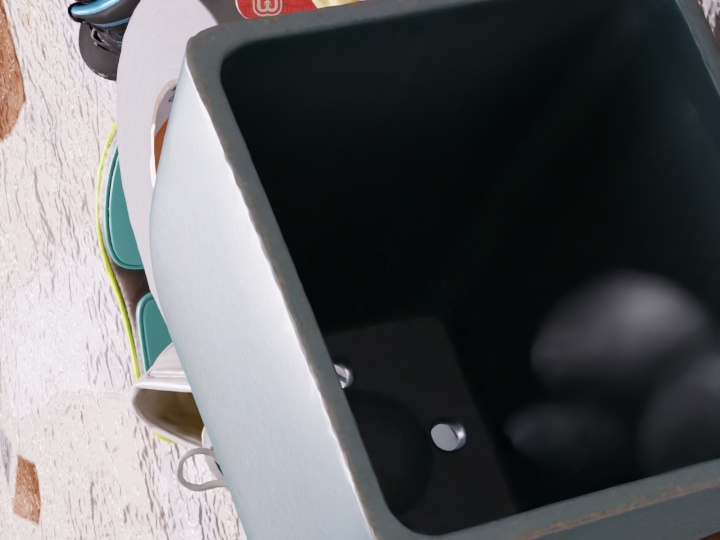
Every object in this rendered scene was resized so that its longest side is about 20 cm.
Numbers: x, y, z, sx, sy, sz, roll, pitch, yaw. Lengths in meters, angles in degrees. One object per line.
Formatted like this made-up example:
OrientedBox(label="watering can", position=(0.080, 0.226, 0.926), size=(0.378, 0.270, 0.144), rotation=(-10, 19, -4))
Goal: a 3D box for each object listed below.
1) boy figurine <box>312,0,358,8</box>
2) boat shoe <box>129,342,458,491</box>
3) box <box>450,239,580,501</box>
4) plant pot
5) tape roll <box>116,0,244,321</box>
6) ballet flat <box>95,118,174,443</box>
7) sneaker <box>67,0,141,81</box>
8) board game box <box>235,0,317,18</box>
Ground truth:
OrientedBox(label="boy figurine", position=(-0.011, -0.171, 1.047), size=(0.064, 0.124, 0.201), rotation=(22, 136, 32))
OrientedBox(label="boat shoe", position=(-0.040, 0.075, 1.159), size=(0.202, 0.086, 0.075), rotation=(23, 142, 49))
OrientedBox(label="box", position=(0.079, 0.070, 1.094), size=(0.082, 0.049, 0.201), rotation=(-50, 56, 60))
OrientedBox(label="plant pot", position=(0.030, 0.032, 0.961), size=(0.197, 0.195, 0.200), rotation=(68, 153, 20))
OrientedBox(label="tape roll", position=(-0.054, -0.047, 1.312), size=(0.200, 0.066, 0.201), rotation=(36, 132, 55))
OrientedBox(label="ballet flat", position=(-0.107, -0.004, 1.457), size=(0.067, 0.066, 0.201), rotation=(-109, 13, -73))
OrientedBox(label="sneaker", position=(-0.124, -0.152, 1.396), size=(0.200, 0.082, 0.074), rotation=(-43, 61, 62))
OrientedBox(label="board game box", position=(-0.006, -0.198, 1.106), size=(0.030, 0.095, 0.201), rotation=(-104, 12, -64))
